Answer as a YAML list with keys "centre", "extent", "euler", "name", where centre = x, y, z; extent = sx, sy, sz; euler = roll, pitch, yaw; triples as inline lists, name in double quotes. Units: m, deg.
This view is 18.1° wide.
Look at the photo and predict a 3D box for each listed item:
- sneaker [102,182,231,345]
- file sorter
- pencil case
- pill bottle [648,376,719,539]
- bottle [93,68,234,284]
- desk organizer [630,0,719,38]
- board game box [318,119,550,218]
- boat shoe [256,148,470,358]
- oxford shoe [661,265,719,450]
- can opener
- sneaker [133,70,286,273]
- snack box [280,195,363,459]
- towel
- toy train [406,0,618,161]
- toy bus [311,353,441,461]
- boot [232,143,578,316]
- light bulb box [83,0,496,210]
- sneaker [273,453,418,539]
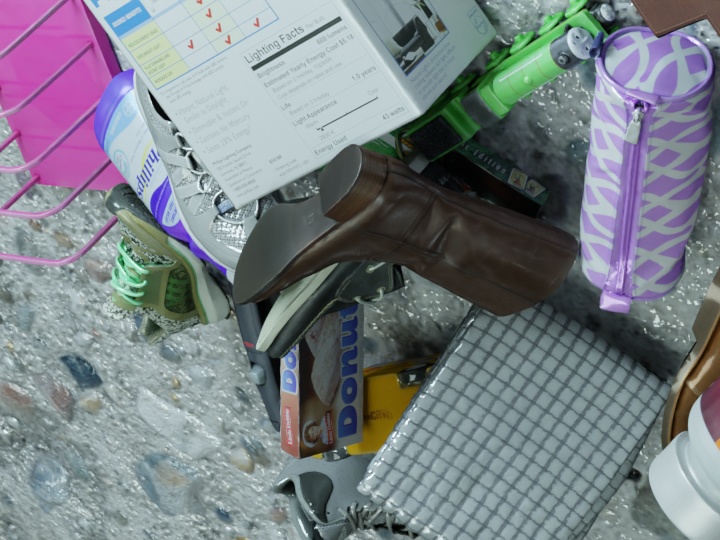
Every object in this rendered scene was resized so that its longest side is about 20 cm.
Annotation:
- centre: [-0.172, 0.006, 1.828]
  extent: [0.077, 0.089, 0.200]
  euler: [47, 173, 34]
  name: "sneaker"
- centre: [-0.275, -0.119, 1.819]
  extent: [0.139, 0.125, 0.200]
  euler: [6, 130, 35]
  name: "file sorter"
- centre: [0.192, -0.070, 1.528]
  extent: [0.084, 0.086, 0.200]
  euler: [7, 135, 9]
  name: "pencil case"
- centre: [0.294, 0.100, 1.539]
  extent: [0.110, 0.110, 0.200]
  euler: [40, 117, -1]
  name: "pill bottle"
- centre: [-0.130, -0.068, 1.744]
  extent: [0.200, 0.065, 0.084]
  euler: [52, 136, 26]
  name: "bottle"
- centre: [0.244, -0.150, 1.424]
  extent: [0.077, 0.072, 0.200]
  euler: [-19, 114, 49]
  name: "desk organizer"
- centre: [0.039, -0.077, 1.692]
  extent: [0.200, 0.023, 0.105]
  euler: [34, 141, 7]
  name: "board game box"
- centre: [0.000, 0.000, 1.668]
  extent: [0.068, 0.072, 0.200]
  euler: [41, 106, -12]
  name: "boat shoe"
- centre: [0.264, 0.073, 1.620]
  extent: [0.071, 0.071, 0.200]
  euler: [24, 137, 10]
  name: "oxford shoe"
- centre: [-0.078, 0.050, 1.871]
  extent: [0.078, 0.063, 0.200]
  euler: [11, 133, 31]
  name: "can opener"
- centre: [-0.116, -0.082, 1.659]
  extent: [0.200, 0.075, 0.082]
  euler: [56, 174, 15]
  name: "sneaker"
- centre: [-0.029, 0.041, 1.752]
  extent: [0.024, 0.072, 0.201]
  euler: [12, 107, 43]
  name: "snack box"
- centre: [0.114, 0.125, 1.689]
  extent: [0.165, 0.200, 0.086]
  euler: [33, -178, -6]
  name: "towel"
- centre: [0.103, -0.130, 1.565]
  extent: [0.042, 0.056, 0.200]
  euler: [48, 141, -10]
  name: "toy train"
- centre: [0.040, 0.105, 1.809]
  extent: [0.200, 0.078, 0.065]
  euler: [-12, 96, 44]
  name: "toy bus"
- centre: [0.033, -0.001, 1.601]
  extent: [0.200, 0.064, 0.186]
  euler: [20, 143, -29]
  name: "boot"
- centre: [-0.053, -0.180, 1.567]
  extent: [0.198, 0.125, 0.200]
  euler: [-24, 107, 41]
  name: "light bulb box"
- centre: [0.014, 0.214, 1.910]
  extent: [0.200, 0.116, 0.075]
  euler: [26, 139, 17]
  name: "sneaker"
